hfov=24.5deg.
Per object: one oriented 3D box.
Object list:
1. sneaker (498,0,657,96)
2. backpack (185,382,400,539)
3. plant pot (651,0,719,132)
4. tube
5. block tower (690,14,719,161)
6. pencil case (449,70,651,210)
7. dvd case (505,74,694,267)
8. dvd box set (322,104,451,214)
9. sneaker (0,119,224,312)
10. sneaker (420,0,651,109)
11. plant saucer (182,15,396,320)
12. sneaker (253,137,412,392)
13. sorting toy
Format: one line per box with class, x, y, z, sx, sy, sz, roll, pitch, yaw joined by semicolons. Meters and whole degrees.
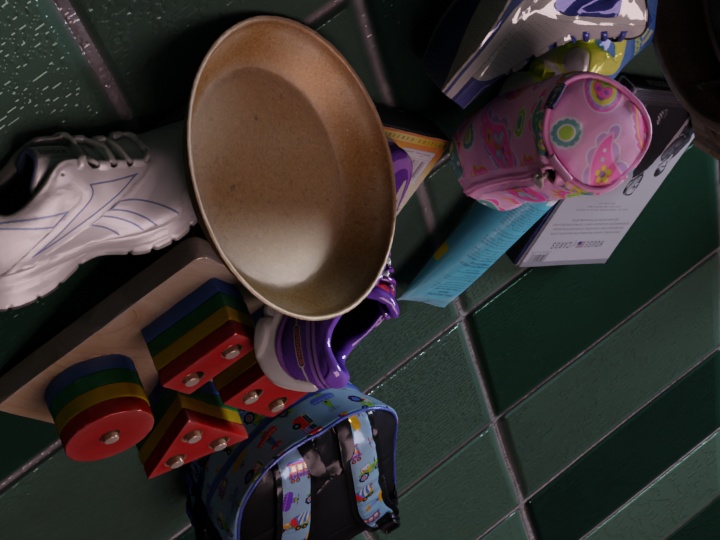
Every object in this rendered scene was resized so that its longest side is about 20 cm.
sneaker;0.179;-0.154;1.308;0.104;0.076;0.201;-9;137;-44
backpack;-0.058;0.162;1.393;0.181;0.135;0.201;-28;149;-21
plant pot;0.353;-0.217;1.264;0.196;0.201;0.202;-10;141;-23
tube;0.116;-0.039;1.408;0.200;0.051;0.077;-48;146;21
block tower;0.315;-0.175;1.434;0.058;0.054;0.201;-42;144;-14
pencil case;0.130;-0.089;1.183;0.087;0.088;0.200;-32;-172;-14
dvd case;0.230;-0.087;1.510;0.149;0.025;0.201;-2;133;-49
dvd box set;-0.035;-0.039;1.255;0.146;0.029;0.201;5;128;-51
sneaker;-0.171;-0.050;1.046;0.199;0.074;0.088;-30;138;-24
sneaker;0.144;-0.184;1.179;0.115;0.081;0.200;31;108;-27
plant saucer;-0.053;-0.064;1.090;0.035;0.203;0.199;-13;171;39
sneaker;0.000;0.000;1.173;0.081;0.083;0.202;54;52;-53
sorting toy;-0.131;0.080;1.221;0.198;0.070;0.199;-35;153;17
